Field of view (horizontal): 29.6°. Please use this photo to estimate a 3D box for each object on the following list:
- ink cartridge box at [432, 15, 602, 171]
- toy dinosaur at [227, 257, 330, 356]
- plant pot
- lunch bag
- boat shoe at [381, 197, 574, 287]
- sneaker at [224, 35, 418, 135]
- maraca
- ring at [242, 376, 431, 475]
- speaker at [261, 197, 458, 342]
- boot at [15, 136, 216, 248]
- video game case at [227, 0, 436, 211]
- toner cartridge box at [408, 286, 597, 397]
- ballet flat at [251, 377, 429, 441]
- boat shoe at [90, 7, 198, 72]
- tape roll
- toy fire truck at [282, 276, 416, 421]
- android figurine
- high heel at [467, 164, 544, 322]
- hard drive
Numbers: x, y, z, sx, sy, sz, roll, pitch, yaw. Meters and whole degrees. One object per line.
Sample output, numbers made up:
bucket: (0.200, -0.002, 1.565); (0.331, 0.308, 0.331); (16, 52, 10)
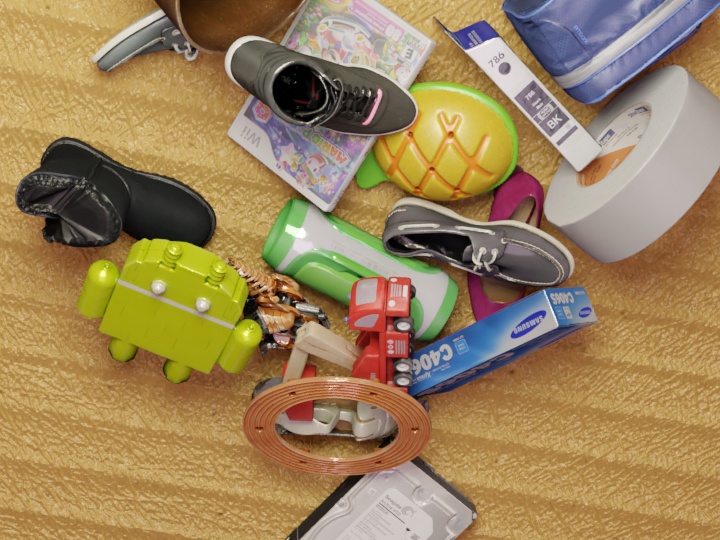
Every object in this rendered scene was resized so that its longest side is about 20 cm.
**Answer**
ink cartridge box: (0.158, -0.190, 1.371); (0.039, 0.099, 0.200); (-44, 108, 11)
toy dinosaur: (-0.103, 0.031, 1.416); (0.135, 0.102, 0.200); (3, 135, 15)
plant pot: (-0.156, -0.329, 1.247); (0.200, 0.187, 0.187); (41, 106, 25)
lunch bag: (0.257, -0.262, 1.333); (0.200, 0.136, 0.132); (-38, 108, 8)
boat shoe: (0.116, -0.016, 1.391); (0.200, 0.063, 0.073); (18, 129, 12)
sneaker: (-0.022, -0.155, 1.257); (0.200, 0.099, 0.071); (15, 108, -28)
maraca: (0.062, -0.131, 1.387); (0.200, 0.107, 0.137); (1, 125, 17)
ring: (-0.024, 0.162, 1.437); (0.200, 0.019, 0.201); (2, 144, 1)
speaker: (0.000, 0.000, 1.438); (0.200, 0.088, 0.089); (27, 106, -13)
boot: (-0.240, -0.055, 1.357); (0.200, 0.168, 0.076); (28, 106, -14)
video game case: (-0.032, -0.181, 1.365); (0.143, 0.018, 0.200); (38, 106, 20)
toner cartridge box: (0.140, 0.076, 1.431); (0.200, 0.095, 0.043); (-29, 76, 32)
ballet flat: (-0.021, 0.161, 1.505); (0.200, 0.072, 0.072); (5, 110, -6)
boat shoe: (-0.171, -0.240, 1.346); (0.200, 0.073, 0.062); (-29, 106, 1)
tape roll: (0.274, -0.106, 1.356); (0.066, 0.200, 0.200); (38, 103, -15)
toy fire truck: (-0.015, 0.081, 1.392); (0.141, 0.049, 0.200); (2, 139, 4)
android figurine: (-0.184, 0.040, 1.343); (0.182, 0.041, 0.200); (24, 139, -10)
high heel: (0.153, -0.008, 1.439); (0.067, 0.096, 0.200); (0, 110, -4)
hard drive: (0.018, 0.304, 1.576); (0.140, 0.038, 0.200); (41, 102, -17)
